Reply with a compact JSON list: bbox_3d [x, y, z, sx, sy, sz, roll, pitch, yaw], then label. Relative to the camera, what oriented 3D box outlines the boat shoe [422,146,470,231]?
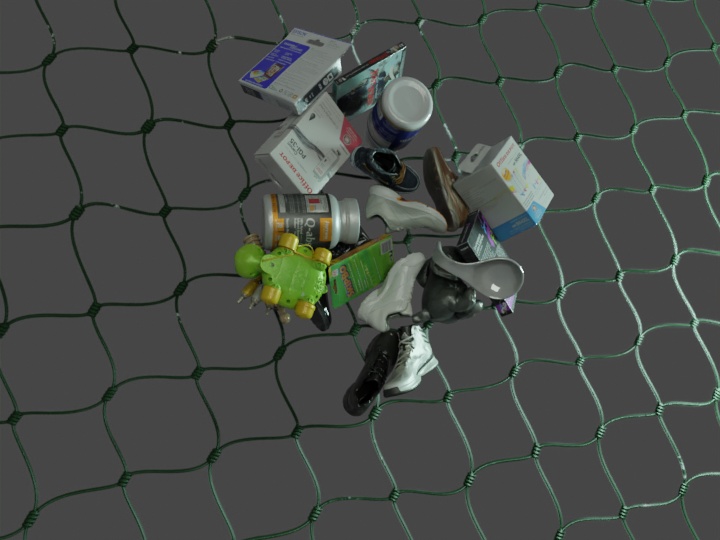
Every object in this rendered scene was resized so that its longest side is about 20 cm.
[{"bbox_3d":[0.203,-0.192,1.649,0.071,0.076,0.203,-17,90,-24],"label":"boat shoe"}]

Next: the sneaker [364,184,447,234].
[{"bbox_3d":[0.098,-0.114,1.606,0.197,0.076,0.093,23,80,-1],"label":"sneaker"}]

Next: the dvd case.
[{"bbox_3d":[0.017,-0.420,1.609,0.199,0.147,0.022,-36,70,-21],"label":"dvd case"}]

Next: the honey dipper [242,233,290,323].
[{"bbox_3d":[-0.192,0.019,1.465,0.037,0.038,0.203,-19,74,-18],"label":"honey dipper"}]

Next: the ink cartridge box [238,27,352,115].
[{"bbox_3d":[-0.140,-0.445,1.566,0.197,0.044,0.200,29,69,36],"label":"ink cartridge box"}]

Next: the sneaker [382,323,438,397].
[{"bbox_3d":[0.088,0.182,1.485,0.200,0.075,0.117,-30,100,-57],"label":"sneaker"}]

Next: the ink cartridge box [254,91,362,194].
[{"bbox_3d":[-0.112,-0.265,1.545,0.201,0.082,0.147,-52,120,-20],"label":"ink cartridge box"}]

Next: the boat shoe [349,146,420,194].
[{"bbox_3d":[0.074,-0.218,1.576,0.198,0.090,0.072,19,87,-34],"label":"boat shoe"}]

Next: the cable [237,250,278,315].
[{"bbox_3d":[-0.182,0.002,1.507,0.096,0.050,0.203,23,74,-3],"label":"cable"}]

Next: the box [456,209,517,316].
[{"bbox_3d":[0.290,-0.018,1.581,0.201,0.036,0.144,56,34,-18],"label":"box"}]

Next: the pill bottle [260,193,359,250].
[{"bbox_3d":[-0.106,-0.101,1.474,0.196,0.116,0.119,-2,78,-12],"label":"pill bottle"}]

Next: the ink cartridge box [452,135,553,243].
[{"bbox_3d":[0.318,-0.193,1.612,0.201,0.125,0.129,50,50,-12],"label":"ink cartridge box"}]

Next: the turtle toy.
[{"bbox_3d":[-0.155,0.005,1.405,0.197,0.101,0.148,23,77,-18],"label":"turtle toy"}]

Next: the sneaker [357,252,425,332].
[{"bbox_3d":[0.088,0.054,1.538,0.099,0.078,0.201,38,85,19],"label":"sneaker"}]

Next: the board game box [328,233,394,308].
[{"bbox_3d":[0.000,0.000,1.512,0.199,0.030,0.097,-30,122,-42],"label":"board game box"}]

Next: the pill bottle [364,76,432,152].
[{"bbox_3d":[0.078,-0.336,1.576,0.114,0.200,0.118,3,78,-14],"label":"pill bottle"}]

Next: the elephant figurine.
[{"bbox_3d":[0.189,0.009,1.579,0.154,0.140,0.203,15,58,-54],"label":"elephant figurine"}]

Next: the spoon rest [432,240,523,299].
[{"bbox_3d":[0.245,0.000,1.482,0.197,0.101,0.061,20,30,2],"label":"spoon rest"}]

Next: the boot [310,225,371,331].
[{"bbox_3d":[-0.044,0.012,1.543,0.199,0.065,0.167,-32,101,-30],"label":"boot"}]

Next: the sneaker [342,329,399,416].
[{"bbox_3d":[0.035,0.215,1.498,0.075,0.091,0.202,28,71,-5],"label":"sneaker"}]
